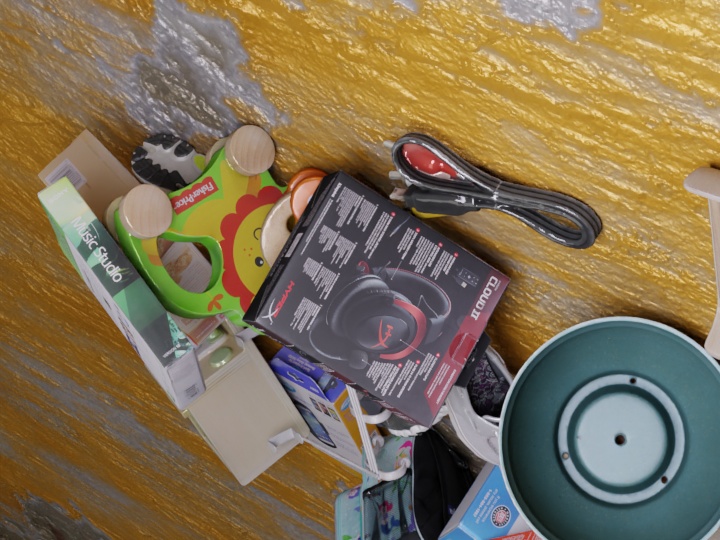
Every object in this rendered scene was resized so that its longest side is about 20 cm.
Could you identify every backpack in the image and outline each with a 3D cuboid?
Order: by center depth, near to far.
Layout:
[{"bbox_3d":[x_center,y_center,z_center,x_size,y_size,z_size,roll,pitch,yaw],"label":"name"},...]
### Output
[{"bbox_3d":[0.061,0.275,1.654,0.149,0.202,0.178,-22,134,24],"label":"backpack"}]

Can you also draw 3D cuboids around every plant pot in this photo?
[{"bbox_3d":[0.219,0.143,1.281,0.199,0.202,0.134,32,-178,10],"label":"plant pot"}]

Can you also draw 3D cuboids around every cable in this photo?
[{"bbox_3d":[0.102,-0.072,1.239,0.198,0.050,0.098,8,133,27],"label":"cable"}]

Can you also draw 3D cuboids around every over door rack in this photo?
[{"bbox_3d":[-0.034,0.130,1.603,0.199,0.066,0.149,8,120,46],"label":"over door rack"}]

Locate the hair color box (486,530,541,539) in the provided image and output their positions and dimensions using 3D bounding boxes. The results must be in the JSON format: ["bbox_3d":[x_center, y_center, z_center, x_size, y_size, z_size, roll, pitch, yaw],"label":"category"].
[{"bbox_3d":[0.197,0.294,1.398,0.199,0.064,0.111,-21,111,41],"label":"hair color box"}]

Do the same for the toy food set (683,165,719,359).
[{"bbox_3d":[0.304,0.019,1.081,0.142,0.061,0.201,21,150,31],"label":"toy food set"}]

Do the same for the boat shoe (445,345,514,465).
[{"bbox_3d":[0.123,0.122,1.422,0.068,0.072,0.201,43,161,52],"label":"boat shoe"}]

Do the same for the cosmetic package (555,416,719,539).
[{"bbox_3d":[0.255,0.194,1.407,0.199,0.088,0.104,34,153,7],"label":"cosmetic package"}]

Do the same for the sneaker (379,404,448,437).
[{"bbox_3d":[0.063,0.113,1.553,0.091,0.067,0.200,45,150,-10],"label":"sneaker"}]

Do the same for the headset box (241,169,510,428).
[{"bbox_3d":[0.022,0.031,1.305,0.199,0.150,0.075,31,173,-11],"label":"headset box"}]

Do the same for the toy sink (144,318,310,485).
[{"bbox_3d":[-0.168,0.127,1.757,0.130,0.112,0.201,36,160,57],"label":"toy sink"}]

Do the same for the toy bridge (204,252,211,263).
[{"bbox_3d":[-0.228,0.004,1.741,0.199,0.067,0.027,5,141,50],"label":"toy bridge"}]

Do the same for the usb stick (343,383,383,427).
[{"bbox_3d":[-0.012,0.100,1.661,0.055,0.033,0.201,6,140,50],"label":"usb stick"}]

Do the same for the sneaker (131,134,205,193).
[{"bbox_3d":[-0.145,-0.062,1.531,0.200,0.077,0.085,40,164,21],"label":"sneaker"}]

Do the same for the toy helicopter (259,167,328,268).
[{"bbox_3d":[0.000,0.000,1.388,0.198,0.133,0.079,23,-174,-10],"label":"toy helicopter"}]

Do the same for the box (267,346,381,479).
[{"bbox_3d":[-0.035,0.167,1.786,0.118,0.041,0.201,25,151,40],"label":"box"}]

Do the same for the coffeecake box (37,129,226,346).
[{"bbox_3d":[-0.226,-0.031,1.581,0.153,0.073,0.200,43,174,34],"label":"coffeecake box"}]

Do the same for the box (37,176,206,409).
[{"bbox_3d":[-0.213,0.023,1.376,0.200,0.036,0.145,50,167,14],"label":"box"}]

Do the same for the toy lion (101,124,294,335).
[{"bbox_3d":[-0.113,-0.021,1.412,0.068,0.199,0.193,-19,102,58],"label":"toy lion"}]

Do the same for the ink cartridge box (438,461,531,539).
[{"bbox_3d":[0.202,0.266,1.529,0.199,0.146,0.084,37,155,2],"label":"ink cartridge box"}]
